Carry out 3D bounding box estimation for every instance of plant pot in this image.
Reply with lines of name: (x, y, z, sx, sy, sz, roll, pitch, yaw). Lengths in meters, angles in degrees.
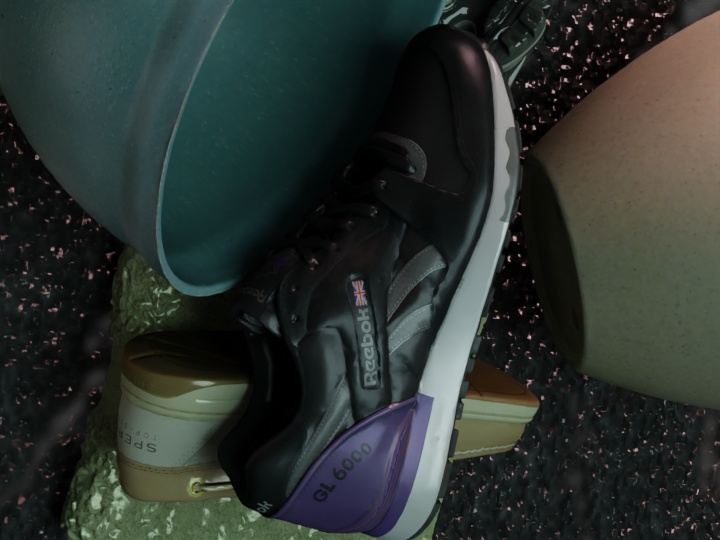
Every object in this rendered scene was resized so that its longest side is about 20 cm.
plant pot: (-0.066, -0.111, 0.891, 0.200, 0.134, 0.201, -50, 161, -25)

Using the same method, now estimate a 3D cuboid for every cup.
cup: (0.153, -0.020, 1.085, 0.142, 0.200, 0.201, -12, 109, -7)

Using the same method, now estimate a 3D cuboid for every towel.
towel: (-0.033, 0.063, 1.042, 0.199, 0.036, 0.149, 10, 95, -38)

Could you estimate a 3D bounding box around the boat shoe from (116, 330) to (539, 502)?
boat shoe: (-0.016, 0.065, 0.994, 0.199, 0.074, 0.067, 5, 108, -33)

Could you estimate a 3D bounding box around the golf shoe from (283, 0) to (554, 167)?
golf shoe: (0.023, -0.060, 1.018, 0.200, 0.077, 0.088, -54, 170, -14)

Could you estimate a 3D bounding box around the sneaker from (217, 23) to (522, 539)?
sneaker: (0.000, 0.000, 0.909, 0.087, 0.076, 0.201, 12, 87, -27)
